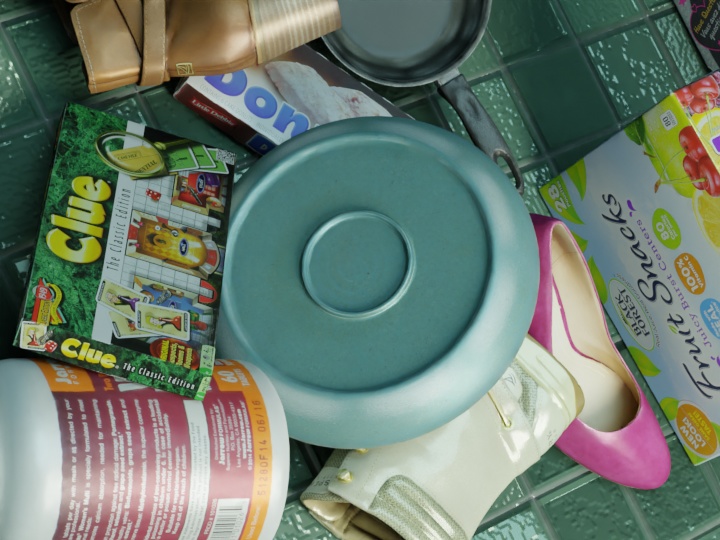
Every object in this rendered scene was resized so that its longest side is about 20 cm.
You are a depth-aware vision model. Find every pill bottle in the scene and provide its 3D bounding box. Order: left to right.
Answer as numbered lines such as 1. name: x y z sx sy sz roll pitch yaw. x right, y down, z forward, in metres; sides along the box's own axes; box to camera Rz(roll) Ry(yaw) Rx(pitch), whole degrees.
1. pill bottle: -0.146 0.101 1.395 0.199 0.109 0.110 2 70 -28

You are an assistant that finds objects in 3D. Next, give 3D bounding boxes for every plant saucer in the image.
1. plant saucer: 0.000 0.000 1.491 0.199 0.027 0.201 -4 66 10

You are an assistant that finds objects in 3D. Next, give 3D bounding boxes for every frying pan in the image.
1. frying pan: 0.052 -0.145 1.611 0.190 0.031 0.115 38 81 -12

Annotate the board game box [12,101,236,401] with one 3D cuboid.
1. board game box: -0.124 -0.014 1.441 0.104 0.024 0.201 14 36 -10

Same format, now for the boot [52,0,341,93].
1. boot: -0.111 -0.192 1.553 0.154 0.074 0.201 -17 49 -7

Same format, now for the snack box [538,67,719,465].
1. snack box: 0.214 -0.001 1.595 0.067 0.169 0.201 -25 85 -30

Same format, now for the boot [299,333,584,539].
1. boot: 0.009 0.068 1.515 0.200 0.072 0.155 39 67 3

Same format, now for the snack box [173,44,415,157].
1. snack box: -0.013 -0.079 1.587 0.199 0.024 0.072 34 58 -14

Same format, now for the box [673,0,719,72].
1. box: 0.328 -0.184 1.751 0.199 0.132 0.115 -18 77 -33

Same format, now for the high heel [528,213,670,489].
1. high heel: 0.138 0.048 1.568 0.067 0.096 0.200 -44 105 -33
